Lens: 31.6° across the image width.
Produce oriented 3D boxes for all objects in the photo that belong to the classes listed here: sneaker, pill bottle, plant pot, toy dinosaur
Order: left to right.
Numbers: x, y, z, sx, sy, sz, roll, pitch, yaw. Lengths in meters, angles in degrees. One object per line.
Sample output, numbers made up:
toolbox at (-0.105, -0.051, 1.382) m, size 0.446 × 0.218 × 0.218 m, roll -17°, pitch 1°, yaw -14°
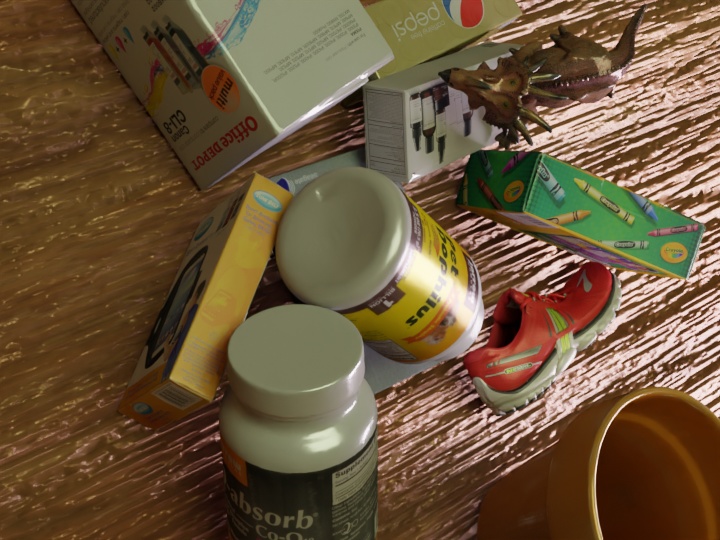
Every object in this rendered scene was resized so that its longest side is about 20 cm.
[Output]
pill bottle at (-0.044, 0.132, 0.919) m, size 0.116 × 0.116 × 0.201 m, roll -32°, pitch 136°, yaw -35°
pill bottle at (0.025, 0.006, 0.985) m, size 0.200 × 0.108 × 0.110 m, roll 37°, pitch 53°, yaw -57°
sneaker at (0.167, 0.044, 1.161) m, size 0.085 × 0.077 × 0.200 m, roll 52°, pitch 55°, yaw -9°
toy dinosaur at (0.170, -0.164, 1.087) m, size 0.199 × 0.136 × 0.086 m, roll -22°, pitch 95°, yaw 1°
plant pot at (0.200, 0.215, 1.062) m, size 0.199 × 0.183 × 0.202 m, roll 14°, pitch 65°, yaw -32°

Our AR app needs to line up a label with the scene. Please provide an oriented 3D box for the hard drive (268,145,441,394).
hard drive at (0.000, 0.000, 1.095) m, size 0.139 × 0.033 × 0.201 m, roll -22°, pitch 88°, yaw -35°

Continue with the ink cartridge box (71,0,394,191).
ink cartridge box at (-0.104, -0.196, 1.019) m, size 0.144 × 0.145 × 0.201 m, roll -39°, pitch 98°, yaw -34°

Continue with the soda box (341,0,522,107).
soda box at (0.055, -0.224, 1.180) m, size 0.199 × 0.064 × 0.068 m, roll -30°, pitch 93°, yaw -36°

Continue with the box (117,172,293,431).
box at (-0.114, 0.015, 0.965) m, size 0.041 × 0.119 × 0.201 m, roll 27°, pitch 62°, yaw -19°

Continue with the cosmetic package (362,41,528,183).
cosmetic package at (0.081, -0.145, 1.139) m, size 0.200 × 0.050 × 0.083 m, roll -28°, pitch 124°, yaw -47°

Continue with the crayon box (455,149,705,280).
crayon box at (0.203, -0.052, 1.183) m, size 0.199 × 0.119 × 0.059 m, roll 20°, pitch 87°, yaw -27°
